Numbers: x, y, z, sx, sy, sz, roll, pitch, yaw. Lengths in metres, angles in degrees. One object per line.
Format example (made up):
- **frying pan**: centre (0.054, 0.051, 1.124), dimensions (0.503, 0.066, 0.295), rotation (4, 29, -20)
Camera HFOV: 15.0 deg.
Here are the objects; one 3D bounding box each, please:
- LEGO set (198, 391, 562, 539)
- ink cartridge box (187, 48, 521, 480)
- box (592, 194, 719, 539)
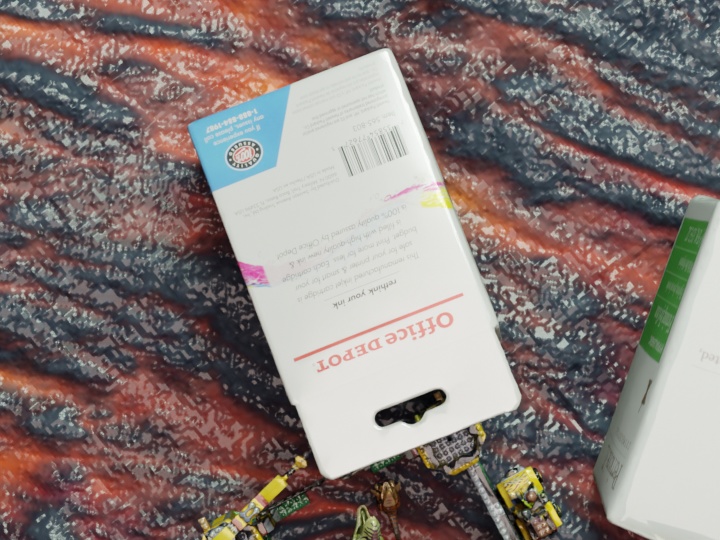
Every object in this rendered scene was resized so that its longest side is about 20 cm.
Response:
- **LEGO set**: centre (0.011, 0.158, 1.419), dimensions (0.200, 0.116, 0.154), rotation (-20, 92, 1)
- **ink cartridge box**: centre (0.000, 0.000, 1.423), dimensions (0.115, 0.068, 0.200), rotation (-21, 81, 2)
- **box**: centre (0.237, 0.070, 1.373), dimensions (0.200, 0.199, 0.171), rotation (18, 93, 2)
